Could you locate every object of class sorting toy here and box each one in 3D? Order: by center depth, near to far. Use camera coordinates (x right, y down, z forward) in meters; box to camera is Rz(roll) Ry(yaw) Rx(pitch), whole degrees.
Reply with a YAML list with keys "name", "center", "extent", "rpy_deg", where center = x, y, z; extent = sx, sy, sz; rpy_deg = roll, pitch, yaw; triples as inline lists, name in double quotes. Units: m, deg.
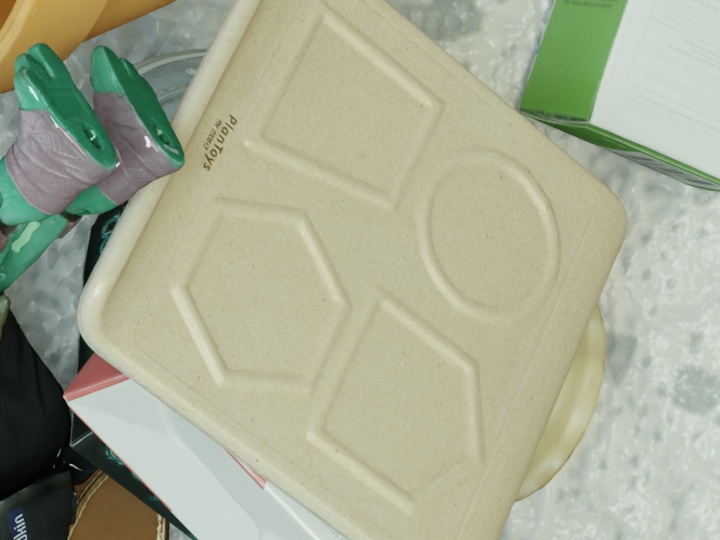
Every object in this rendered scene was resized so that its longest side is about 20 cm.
- name: "sorting toy"
  center: [0.000, 0.000, 1.072]
  extent: [0.200, 0.036, 0.186]
  rpy_deg: [41, 58, -26]

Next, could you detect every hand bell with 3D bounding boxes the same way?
- name: "hand bell"
  center: [-0.007, 0.018, 1.210]
  extent: [0.199, 0.104, 0.105]
  rpy_deg: [22, 86, -32]

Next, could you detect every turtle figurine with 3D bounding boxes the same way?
- name: "turtle figurine"
  center: [-0.156, 0.004, 0.971]
  extent: [0.200, 0.150, 0.101]
  rpy_deg: [-35, 101, 15]

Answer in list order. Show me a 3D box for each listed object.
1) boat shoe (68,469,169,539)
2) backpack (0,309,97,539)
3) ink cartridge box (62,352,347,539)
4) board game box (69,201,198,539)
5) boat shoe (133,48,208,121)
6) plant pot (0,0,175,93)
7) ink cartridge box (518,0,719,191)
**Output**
- name: "boat shoe"
  center: [-0.114, 0.169, 1.195]
  extent: [0.072, 0.068, 0.201]
  rpy_deg: [16, 89, -29]
- name: "backpack"
  center: [-0.206, 0.078, 1.079]
  extent: [0.200, 0.126, 0.167]
  rpy_deg: [-55, 129, -36]
- name: "ink cartridge box"
  center: [-0.007, 0.012, 1.124]
  extent: [0.117, 0.067, 0.200]
  rpy_deg: [47, 55, -17]
- name: "board game box"
  center: [-0.036, 0.074, 1.195]
  extent: [0.028, 0.136, 0.200]
  rpy_deg: [-35, 123, 24]
- name: "boat shoe"
  center: [-0.013, -0.044, 1.222]
  extent: [0.201, 0.065, 0.075]
  rpy_deg: [14, 91, -31]
- name: "plant pot"
  center: [-0.116, -0.163, 1.038]
  extent: [0.140, 0.199, 0.202]
  rpy_deg: [-12, 104, -43]
- name: "ink cartridge box"
  center: [0.155, -0.144, 1.307]
  extent: [0.103, 0.059, 0.201]
  rpy_deg: [20, 87, -31]
